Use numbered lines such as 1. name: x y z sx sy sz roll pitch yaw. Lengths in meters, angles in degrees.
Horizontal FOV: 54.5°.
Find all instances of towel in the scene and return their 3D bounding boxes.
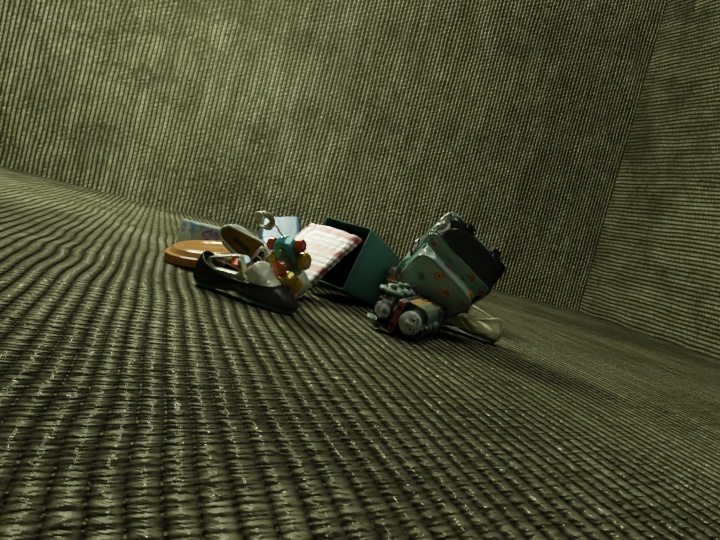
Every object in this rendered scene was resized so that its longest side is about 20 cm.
1. towel: -0.109 -0.021 1.436 0.146 0.200 0.030 18 -39 41
2. towel: -0.200 -0.063 1.740 0.111 0.049 0.200 0 37 -3

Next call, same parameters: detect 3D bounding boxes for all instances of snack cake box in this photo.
1. snack cake box: -0.353 -0.074 1.785 0.199 0.067 0.115 13 5 -33

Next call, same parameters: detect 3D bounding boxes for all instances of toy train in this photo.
1. toy train: -0.168 -0.005 1.207 0.150 0.056 0.200 34 -41 -1
2. toy train: 0.088 0.076 1.271 0.114 0.085 0.200 26 7 15

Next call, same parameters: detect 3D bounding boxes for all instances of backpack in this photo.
1. backpack: 0.164 0.011 1.402 0.176 0.153 0.200 43 -30 -1

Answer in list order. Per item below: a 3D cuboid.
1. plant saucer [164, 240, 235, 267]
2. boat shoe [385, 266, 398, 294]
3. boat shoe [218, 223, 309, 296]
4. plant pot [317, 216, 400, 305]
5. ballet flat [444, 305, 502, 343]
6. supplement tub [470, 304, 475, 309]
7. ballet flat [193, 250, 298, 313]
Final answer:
1. plant saucer: -0.297 -0.035 1.428 0.199 0.032 0.200 5 11 -1
2. boat shoe: 0.104 0.063 1.557 0.076 0.072 0.200 13 -19 36
3. boat shoe: -0.184 -0.022 1.312 0.202 0.075 0.086 40 0 5
4. plant pot: 0.000 0.000 1.552 0.141 0.142 0.200 18 -12 42
5. ballet flat: 0.211 0.099 1.494 0.199 0.070 0.069 17 4 29
6. supplement tub: 0.220 0.038 1.807 0.144 0.145 0.200 14 4 -11
7. ballet flat: -0.190 0.013 1.150 0.199 0.069 0.068 16 15 18
